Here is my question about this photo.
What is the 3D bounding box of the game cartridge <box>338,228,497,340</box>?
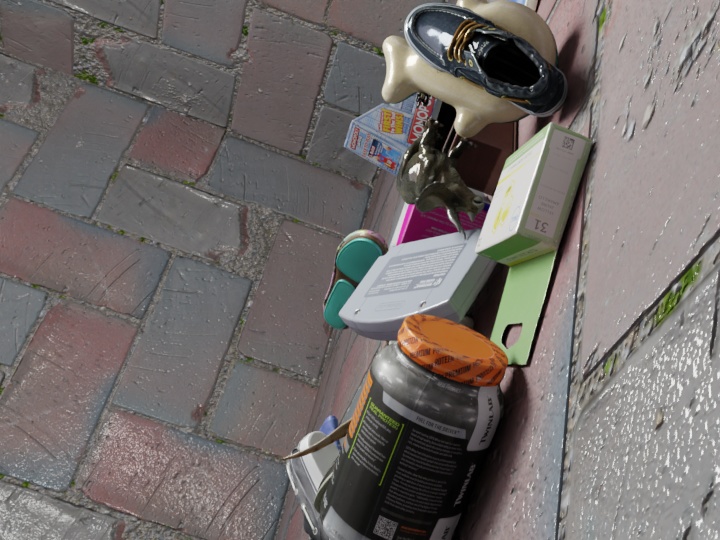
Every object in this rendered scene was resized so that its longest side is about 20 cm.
[{"bbox_3d":[0.063,0.018,1.010,0.199,0.041,0.134,-10,34,54],"label":"game cartridge"}]

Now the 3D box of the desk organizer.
[{"bbox_3d":[0.154,-0.185,1.180,0.201,0.076,0.072,-76,7,-52],"label":"desk organizer"}]

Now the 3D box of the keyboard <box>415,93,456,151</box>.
[{"bbox_3d":[0.119,-0.252,1.225,0.127,0.020,0.202,36,-113,-51],"label":"keyboard"}]

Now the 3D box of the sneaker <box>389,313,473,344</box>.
[{"bbox_3d":[0.072,0.102,1.064,0.200,0.073,0.080,120,163,-71],"label":"sneaker"}]

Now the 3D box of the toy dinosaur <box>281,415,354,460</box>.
[{"bbox_3d":[0.012,0.167,1.051,0.199,0.060,0.107,-13,-45,-50],"label":"toy dinosaur"}]

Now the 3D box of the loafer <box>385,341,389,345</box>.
[{"bbox_3d":[0.079,0.021,1.304,0.068,0.075,0.202,-95,23,-65],"label":"loafer"}]

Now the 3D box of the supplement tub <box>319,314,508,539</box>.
[{"bbox_3d":[0.049,0.149,0.792,0.123,0.121,0.202,-85,14,-74],"label":"supplement tub"}]

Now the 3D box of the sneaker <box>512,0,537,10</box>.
[{"bbox_3d":[0.178,-0.343,1.323,0.077,0.110,0.202,-80,10,-67],"label":"sneaker"}]

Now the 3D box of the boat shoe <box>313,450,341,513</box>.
[{"bbox_3d":[0.023,0.199,1.004,0.201,0.071,0.061,-44,25,23],"label":"boat shoe"}]

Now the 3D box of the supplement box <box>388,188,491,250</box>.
[{"bbox_3d":[0.086,-0.014,1.173,0.101,0.102,0.202,-90,20,-76],"label":"supplement box"}]

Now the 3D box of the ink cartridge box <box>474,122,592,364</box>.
[{"bbox_3d":[0.141,-0.018,0.832,0.146,0.047,0.202,140,150,-82],"label":"ink cartridge box"}]

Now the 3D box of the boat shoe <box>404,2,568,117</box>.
[{"bbox_3d":[0.118,-0.227,0.925,0.071,0.199,0.091,-60,-23,8],"label":"boat shoe"}]

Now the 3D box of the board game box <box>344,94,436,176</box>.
[{"bbox_3d":[0.085,-0.207,1.361,0.062,0.197,0.202,113,174,-53],"label":"board game box"}]

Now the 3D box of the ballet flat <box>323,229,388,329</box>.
[{"bbox_3d":[0.000,0.000,1.201,0.071,0.069,0.201,-50,-12,-39],"label":"ballet flat"}]

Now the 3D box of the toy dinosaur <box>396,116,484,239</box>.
[{"bbox_3d":[0.071,-0.112,1.034,0.103,0.076,0.200,-63,26,1],"label":"toy dinosaur"}]

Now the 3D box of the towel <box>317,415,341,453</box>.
[{"bbox_3d":[-0.021,0.295,1.177,0.145,0.024,0.202,115,142,-68],"label":"towel"}]

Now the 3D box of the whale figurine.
[{"bbox_3d":[0.124,-0.228,1.030,0.104,0.197,0.162,0,-91,-68],"label":"whale figurine"}]

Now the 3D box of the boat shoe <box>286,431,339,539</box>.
[{"bbox_3d":[-0.035,0.292,1.075,0.068,0.071,0.201,-44,60,28],"label":"boat shoe"}]
